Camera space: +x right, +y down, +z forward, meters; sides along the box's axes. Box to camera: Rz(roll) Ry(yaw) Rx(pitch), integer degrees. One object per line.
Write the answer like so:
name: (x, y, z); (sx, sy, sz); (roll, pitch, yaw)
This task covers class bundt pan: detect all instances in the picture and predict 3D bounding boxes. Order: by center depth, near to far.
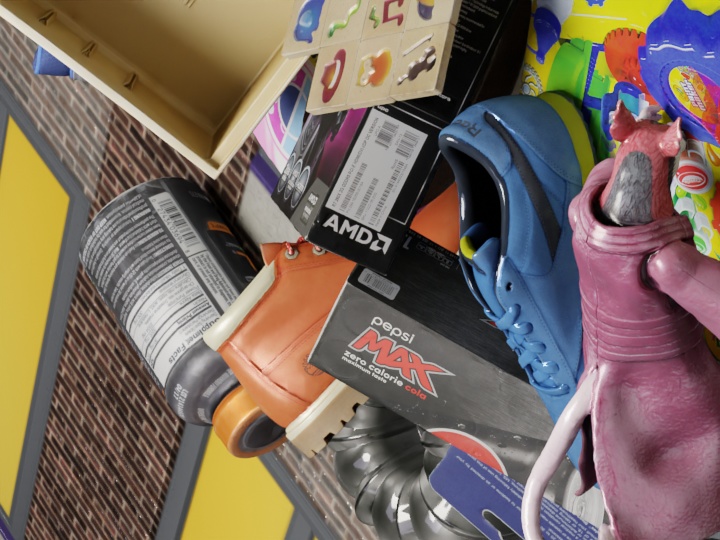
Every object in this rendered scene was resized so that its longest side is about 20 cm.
bundt pan: (0.040, 0.098, 1.288); (0.202, 0.076, 0.202); (30, 128, 48)

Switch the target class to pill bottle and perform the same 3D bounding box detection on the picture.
pill bottle: (-0.111, 0.037, 1.460); (0.200, 0.106, 0.106); (55, 143, 27)

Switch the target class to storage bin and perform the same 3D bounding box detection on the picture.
storage bin: (-0.101, -0.197, 1.170); (0.200, 0.199, 0.094); (37, -171, -9)

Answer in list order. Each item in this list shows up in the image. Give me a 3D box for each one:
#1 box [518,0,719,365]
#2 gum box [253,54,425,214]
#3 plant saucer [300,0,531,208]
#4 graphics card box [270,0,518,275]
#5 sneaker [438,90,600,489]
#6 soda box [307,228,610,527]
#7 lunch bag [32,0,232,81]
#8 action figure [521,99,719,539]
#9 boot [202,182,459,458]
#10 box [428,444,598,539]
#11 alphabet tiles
box: (0.184, -0.075, 0.956); (0.200, 0.122, 0.193); (39, 135, 42)
gum box: (-0.014, -0.111, 1.286); (0.200, 0.066, 0.114); (55, 143, 27)
plant saucer: (0.034, -0.111, 1.128); (0.200, 0.034, 0.201); (-40, 39, 42)
graphics card box: (0.024, -0.105, 1.028); (0.200, 0.051, 0.125); (-65, 15, 7)
sneaker: (0.082, 0.017, 0.971); (0.066, 0.078, 0.201); (-3, 104, 56)
soda box: (0.078, 0.058, 1.066); (0.200, 0.063, 0.071); (29, 132, 4)
lunch bag: (-0.144, -0.211, 1.317); (0.200, 0.132, 0.136); (-87, 13, -49)
action figure: (0.113, 0.017, 0.869); (0.134, 0.149, 0.200); (40, 150, 50)
boot: (0.000, 0.000, 1.192); (0.107, 0.200, 0.075); (42, 171, 2)
box: (0.128, 0.095, 1.142); (0.121, 0.032, 0.200); (40, 132, 7)
alphabet tiles: (0.027, -0.173, 0.980); (0.167, 0.008, 0.201); (-3, 70, 52)
